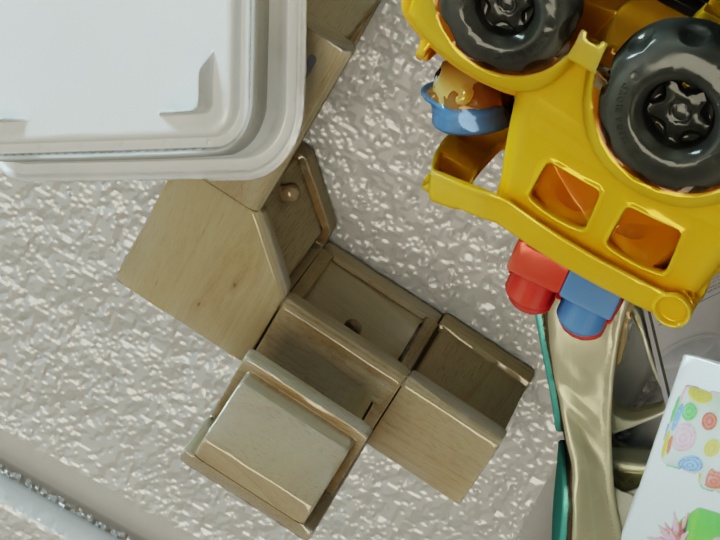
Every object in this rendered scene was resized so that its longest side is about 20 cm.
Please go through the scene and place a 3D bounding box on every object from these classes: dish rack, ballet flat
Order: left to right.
[{"bbox_3d":[-0.114,-0.127,1.180,0.199,0.043,0.173,0,90,38],"label":"dish rack"},{"bbox_3d":[0.120,0.082,1.256,0.069,0.070,0.201,3,117,19],"label":"ballet flat"}]

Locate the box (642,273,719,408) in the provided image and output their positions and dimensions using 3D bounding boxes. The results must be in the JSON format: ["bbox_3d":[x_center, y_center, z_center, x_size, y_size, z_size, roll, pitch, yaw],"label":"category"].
[{"bbox_3d":[0.207,0.086,1.152,0.116,0.201,0.060,-26,150,30],"label":"box"}]

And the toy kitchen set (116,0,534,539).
[{"bbox_3d":[0.000,0.000,1.196,0.199,0.163,0.181,33,122,1],"label":"toy kitchen set"}]

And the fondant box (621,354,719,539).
[{"bbox_3d":[0.202,0.130,1.062,0.199,0.058,0.145,16,84,41],"label":"fondant box"}]

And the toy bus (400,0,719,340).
[{"bbox_3d":[0.093,-0.063,1.144,0.199,0.136,0.193,30,122,5],"label":"toy bus"}]
